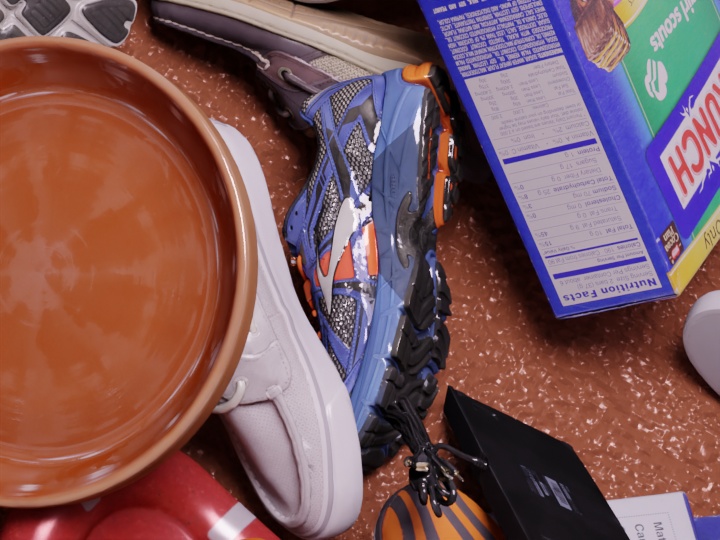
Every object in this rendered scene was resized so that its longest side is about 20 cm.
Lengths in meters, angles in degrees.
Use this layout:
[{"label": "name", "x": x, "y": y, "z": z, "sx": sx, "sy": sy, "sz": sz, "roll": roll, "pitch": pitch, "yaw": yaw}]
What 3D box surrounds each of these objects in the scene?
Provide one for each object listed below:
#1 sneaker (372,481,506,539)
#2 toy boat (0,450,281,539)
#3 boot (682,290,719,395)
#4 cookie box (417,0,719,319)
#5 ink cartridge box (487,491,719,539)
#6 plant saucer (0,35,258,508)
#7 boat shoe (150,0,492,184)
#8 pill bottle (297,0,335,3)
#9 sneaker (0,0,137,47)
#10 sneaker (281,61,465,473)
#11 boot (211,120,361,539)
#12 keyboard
[{"label": "sneaker", "x": 0.075, "y": 0.164, "z": 1.174, "sx": 0.077, "sy": 0.112, "sz": 0.201, "roll": -22, "pitch": 69, "yaw": -22}, {"label": "toy boat", "x": -0.065, "y": 0.151, "z": 1.173, "sx": 0.200, "sy": 0.131, "sz": 0.131, "roll": 41, "pitch": 57, "yaw": 7}, {"label": "boot", "x": 0.258, "y": 0.042, "z": 1.386, "sx": 0.199, "sy": 0.074, "sz": 0.096, "roll": 28, "pitch": 48, "yaw": -9}, {"label": "cookie box", "x": 0.120, "y": -0.107, "z": 1.335, "sx": 0.171, "sy": 0.075, "sz": 0.201, "roll": -49, "pitch": 121, "yaw": -48}, {"label": "ink cartridge box", "x": 0.130, "y": 0.202, "z": 1.261, "sx": 0.199, "sy": 0.041, "sz": 0.201, "roll": -5, "pitch": 63, "yaw": -20}, {"label": "plant saucer", "x": -0.137, "y": 0.001, "z": 1.171, "sx": 0.199, "sy": 0.032, "sz": 0.202, "roll": -2, "pitch": 83, "yaw": 17}, {"label": "boat shoe", "x": -0.017, "y": -0.097, "z": 1.368, "sx": 0.199, "sy": 0.065, "sz": 0.072, "roll": 18, "pitch": 14, "yaw": 6}, {"label": "pill bottle", "x": 0.028, "y": -0.212, "z": 1.397, "sx": 0.200, "sy": 0.114, "sz": 0.114, "roll": -24, "pitch": 70, "yaw": -47}, {"label": "sneaker", "x": -0.145, "y": -0.156, "z": 1.365, "sx": 0.200, "sy": 0.083, "sz": 0.081, "roll": -51, "pitch": 119, "yaw": -20}, {"label": "sneaker", "x": 0.000, "y": 0.000, "z": 1.309, "sx": 0.078, "sy": 0.075, "sz": 0.201, "roll": 3, "pitch": 77, "yaw": 23}, {"label": "boot", "x": -0.073, "y": 0.036, "z": 1.232, "sx": 0.095, "sy": 0.073, "sz": 0.201, "roll": -19, "pitch": 87, "yaw": -40}, {"label": "keyboard", "x": 0.064, "y": 0.097, "z": 1.230, "sx": 0.127, "sy": 0.200, "sz": 0.021, "roll": 27, "pitch": 101, "yaw": -15}]
